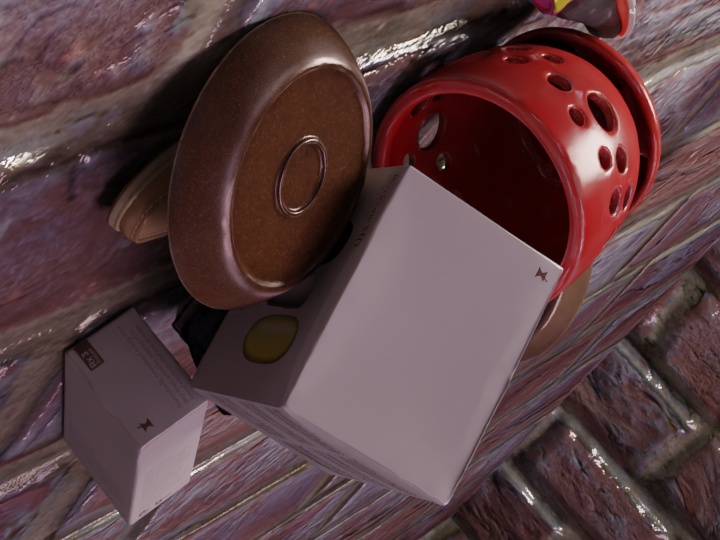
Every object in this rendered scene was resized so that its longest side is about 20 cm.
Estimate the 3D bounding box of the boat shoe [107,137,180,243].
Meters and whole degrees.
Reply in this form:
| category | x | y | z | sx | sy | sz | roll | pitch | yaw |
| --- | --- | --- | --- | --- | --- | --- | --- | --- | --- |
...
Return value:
| category | x | y | z | sx | sy | sz | roll | pitch | yaw |
| --- | --- | --- | --- | --- | --- | --- | --- | --- | --- |
| boat shoe | -0.081 | -0.060 | 1.183 | 0.199 | 0.069 | 0.074 | -30 | 163 | -39 |

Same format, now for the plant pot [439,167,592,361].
| category | x | y | z | sx | sy | sz | roll | pitch | yaw |
| --- | --- | --- | --- | --- | --- | --- | --- | --- | --- |
| plant pot | 0.083 | -0.017 | 1.582 | 0.173 | 0.201 | 0.201 | 3 | 138 | -45 |

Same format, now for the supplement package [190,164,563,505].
| category | x | y | z | sx | sy | sz | roll | pitch | yaw |
| --- | --- | --- | --- | --- | --- | --- | --- | --- | --- |
| supplement package | 0.006 | 0.043 | 1.269 | 0.193 | 0.146 | 0.200 | -62 | -159 | -12 |

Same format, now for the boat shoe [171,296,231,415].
| category | x | y | z | sx | sy | sz | roll | pitch | yaw |
| --- | --- | --- | --- | --- | --- | --- | --- | --- | --- |
| boat shoe | -0.061 | 0.016 | 1.391 | 0.200 | 0.093 | 0.074 | -47 | -152 | -24 |

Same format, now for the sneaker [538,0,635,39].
| category | x | y | z | sx | sy | sz | roll | pitch | yaw |
| --- | --- | --- | --- | --- | --- | --- | --- | --- | --- |
| sneaker | 0.173 | -0.233 | 1.389 | 0.081 | 0.078 | 0.200 | -14 | 166 | 5 |

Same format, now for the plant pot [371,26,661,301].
| category | x | y | z | sx | sy | sz | roll | pitch | yaw |
| --- | --- | --- | --- | --- | --- | --- | --- | --- | --- |
| plant pot | 0.138 | -0.091 | 1.418 | 0.182 | 0.201 | 0.201 | -34 | 166 | -43 |

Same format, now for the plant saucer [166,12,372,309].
| category | x | y | z | sx | sy | sz | roll | pitch | yaw |
| --- | --- | --- | --- | --- | --- | --- | --- | --- | --- |
| plant saucer | -0.049 | -0.065 | 1.133 | 0.200 | 0.034 | 0.202 | -36 | 137 | -43 |

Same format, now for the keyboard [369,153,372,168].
| category | x | y | z | sx | sy | sz | roll | pitch | yaw |
| --- | --- | --- | --- | --- | --- | --- | --- | --- | --- |
| keyboard | 0.000 | 0.000 | 1.487 | 0.056 | 0.011 | 0.202 | -21 | 121 | -41 |

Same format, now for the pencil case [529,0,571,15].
| category | x | y | z | sx | sy | sz | roll | pitch | yaw |
| --- | --- | --- | --- | --- | --- | --- | --- | --- | --- |
| pencil case | 0.176 | -0.268 | 1.219 | 0.199 | 0.089 | 0.088 | -38 | 166 | -1 |

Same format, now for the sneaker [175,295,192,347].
| category | x | y | z | sx | sy | sz | roll | pitch | yaw |
| --- | --- | --- | --- | --- | --- | --- | --- | --- | --- |
| sneaker | -0.103 | 0.058 | 1.495 | 0.118 | 0.075 | 0.199 | -21 | 165 | 41 |

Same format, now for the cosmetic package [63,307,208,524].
| category | x | y | z | sx | sy | sz | roll | pitch | yaw |
| --- | --- | --- | --- | --- | --- | --- | --- | --- | --- |
| cosmetic package | -0.184 | 0.121 | 1.407 | 0.074 | 0.102 | 0.200 | -35 | 167 | -24 |
